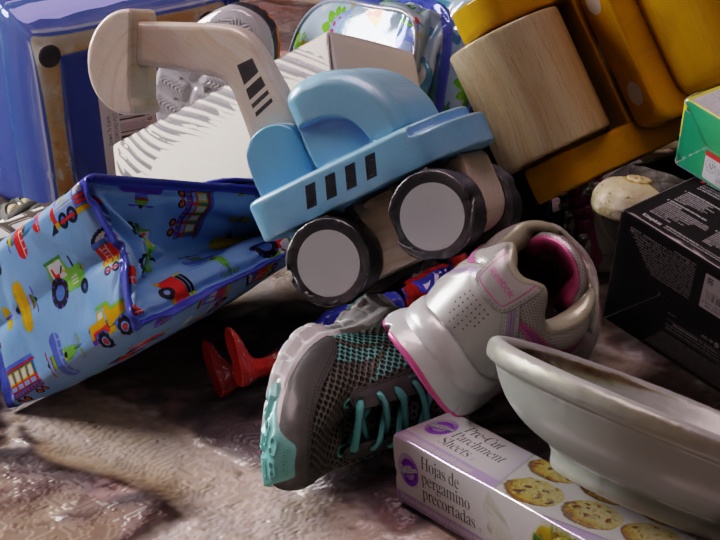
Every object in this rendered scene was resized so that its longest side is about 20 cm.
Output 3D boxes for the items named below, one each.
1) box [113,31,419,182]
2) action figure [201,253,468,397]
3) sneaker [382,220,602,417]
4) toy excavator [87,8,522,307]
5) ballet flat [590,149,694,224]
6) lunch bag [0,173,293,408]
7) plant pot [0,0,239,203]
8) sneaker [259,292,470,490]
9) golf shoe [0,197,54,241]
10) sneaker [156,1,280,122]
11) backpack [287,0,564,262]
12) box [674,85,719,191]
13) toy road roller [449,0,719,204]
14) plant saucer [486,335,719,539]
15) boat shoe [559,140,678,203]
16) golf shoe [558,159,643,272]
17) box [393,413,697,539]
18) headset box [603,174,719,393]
[{"bbox_3d":[-0.057,-0.074,1.302,0.199,0.069,0.082,-23,-21,39],"label":"box"},{"bbox_3d":[0.000,0.000,1.260,0.199,0.100,0.065,-14,-4,-26],"label":"action figure"},{"bbox_3d":[0.094,0.020,1.138,0.088,0.082,0.200,-41,-9,23],"label":"sneaker"},{"bbox_3d":[-0.032,-0.077,1.164,0.194,0.201,0.100,-24,-4,21],"label":"toy excavator"},{"bbox_3d":[0.202,-0.062,1.259,0.066,0.057,0.199,29,32,35],"label":"ballet flat"},{"bbox_3d":[-0.106,-0.001,1.264,0.199,0.095,0.150,-12,-12,-42],"label":"lunch bag"},{"bbox_3d":[-0.183,-0.146,1.557,0.199,0.201,0.180,-13,30,-17],"label":"plant pot"},{"bbox_3d":[0.013,0.064,1.129,0.091,0.078,0.200,12,23,19],"label":"sneaker"},{"bbox_3d":[-0.202,-0.001,1.349,0.094,0.078,0.200,-3,23,9],"label":"golf shoe"},{"bbox_3d":[-0.085,-0.112,1.439,0.077,0.200,0.112,36,42,10],"label":"sneaker"},{"bbox_3d":[0.031,-0.107,1.385,0.146,0.184,0.200,2,11,-31],"label":"backpack"},{"bbox_3d":[0.285,-0.081,1.190,0.199,0.049,0.117,-23,43,-32],"label":"box"},{"bbox_3d":[0.166,-0.136,1.241,0.199,0.123,0.146,-25,-2,-26],"label":"toy road roller"},{"bbox_3d":[0.146,0.088,1.005,0.199,0.050,0.200,21,4,-1],"label":"plant saucer"},{"bbox_3d":[0.227,-0.088,1.461,0.199,0.063,0.073,-13,23,-15],"label":"boat shoe"},{"bbox_3d":[0.185,-0.029,1.332,0.091,0.076,0.200,-3,29,-15],"label":"golf shoe"},{"bbox_3d":[0.088,0.120,1.019,0.041,0.039,0.200,-17,24,-29],"label":"box"},{"bbox_3d":[0.257,-0.002,1.179,0.199,0.078,0.149,-23,44,-38],"label":"headset box"}]
